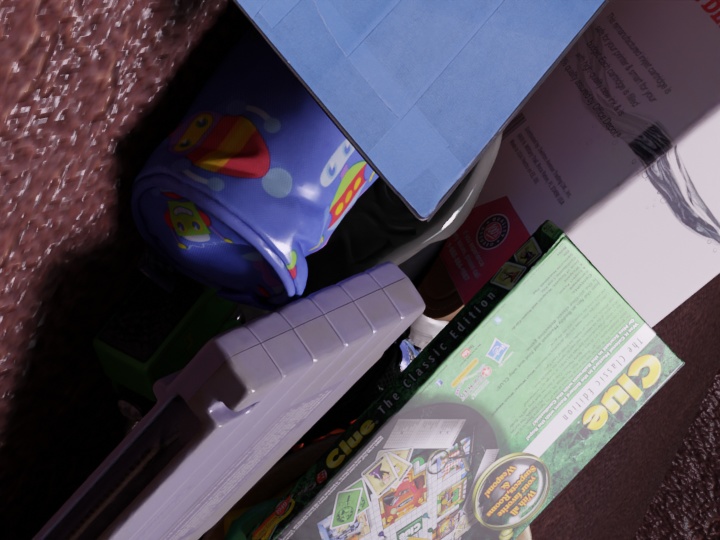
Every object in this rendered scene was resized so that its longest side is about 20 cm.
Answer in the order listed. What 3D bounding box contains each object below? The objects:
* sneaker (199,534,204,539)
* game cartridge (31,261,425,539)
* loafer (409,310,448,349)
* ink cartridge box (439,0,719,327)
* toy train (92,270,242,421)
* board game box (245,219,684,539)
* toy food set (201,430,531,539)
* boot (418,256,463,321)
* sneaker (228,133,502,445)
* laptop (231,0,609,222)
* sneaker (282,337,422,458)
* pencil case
[{"bbox_3d":[-0.023,0.170,1.052,0.199,0.074,0.081,3,146,-25],"label":"sneaker"},{"bbox_3d":[-0.069,0.076,0.792,0.200,0.038,0.129,-46,171,33],"label":"game cartridge"},{"bbox_3d":[0.079,0.004,1.193,0.200,0.070,0.070,-42,161,-46],"label":"loafer"},{"bbox_3d":[0.131,-0.057,0.977,0.200,0.145,0.084,-39,124,10],"label":"ink cartridge box"},{"bbox_3d":[-0.042,-0.021,0.833,0.200,0.042,0.057,-53,152,-26],"label":"toy train"},{"bbox_3d":[0.050,0.082,0.914,0.200,0.023,0.105,-46,120,0],"label":"board game box"},{"bbox_3d":[-0.001,0.169,0.972,0.197,0.049,0.201,-10,118,-20],"label":"toy food set"},{"bbox_3d":[0.123,-0.027,1.151,0.155,0.076,0.201,44,70,-44],"label":"boot"},{"bbox_3d":[0.000,0.000,0.938,0.200,0.076,0.114,-58,166,0],"label":"sneaker"},{"bbox_3d":[0.032,-0.163,0.680,0.187,0.115,0.201,-50,161,-35],"label":"laptop"},{"bbox_3d":[-0.013,0.106,1.082,0.078,0.075,0.201,-39,151,-46],"label":"sneaker"},{"bbox_3d":[-0.007,-0.071,0.778,0.200,0.078,0.087,-53,139,-25],"label":"pencil case"}]
